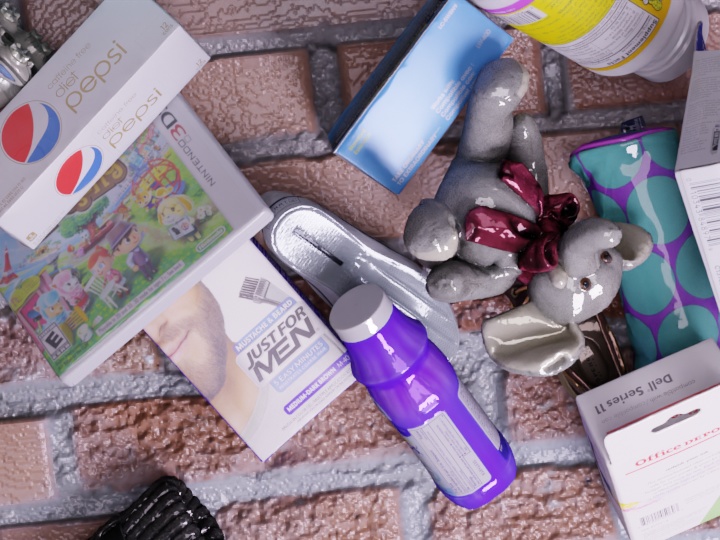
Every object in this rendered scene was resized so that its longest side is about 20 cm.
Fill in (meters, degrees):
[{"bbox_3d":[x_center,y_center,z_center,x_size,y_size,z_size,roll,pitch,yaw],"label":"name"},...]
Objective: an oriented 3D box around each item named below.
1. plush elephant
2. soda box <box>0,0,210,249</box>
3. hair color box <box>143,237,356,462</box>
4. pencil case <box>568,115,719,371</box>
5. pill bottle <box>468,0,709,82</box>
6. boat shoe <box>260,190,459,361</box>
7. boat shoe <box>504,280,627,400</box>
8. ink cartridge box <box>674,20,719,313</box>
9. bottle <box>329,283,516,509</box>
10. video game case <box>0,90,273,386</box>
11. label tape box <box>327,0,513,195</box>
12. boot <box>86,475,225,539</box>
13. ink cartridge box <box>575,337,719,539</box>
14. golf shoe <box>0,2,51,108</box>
[{"bbox_3d":[0.126,-0.020,1.572,0.155,0.200,0.165,22,62,10],"label":"plush elephant"},{"bbox_3d":[-0.210,-0.116,1.625,0.200,0.064,0.068,-48,64,-1],"label":"soda box"},{"bbox_3d":[-0.101,0.036,1.681,0.109,0.065,0.200,-42,96,2],"label":"hair color box"},{"bbox_3d":[0.225,-0.013,1.678,0.092,0.085,0.200,-11,101,38],"label":"pencil case"},{"bbox_3d":[0.167,-0.208,1.606,0.200,0.104,0.104,23,97,-39],"label":"pill bottle"},{"bbox_3d":[0.000,0.000,1.679,0.074,0.067,0.200,-43,120,3],"label":"boat shoe"},{"bbox_3d":[0.150,0.020,1.684,0.072,0.072,0.200,-27,97,1],"label":"boat shoe"},{"bbox_3d":[0.279,-0.054,1.588,0.041,0.200,0.200,-10,125,20],"label":"ink cartridge box"},{"bbox_3d":[0.045,0.094,1.652,0.065,0.084,0.200,-37,124,-1],"label":"bottle"},{"bbox_3d":[-0.191,-0.042,1.640,0.200,0.022,0.182,-40,64,3],"label":"video game case"},{"bbox_3d":[0.043,-0.130,1.595,0.063,0.200,0.144,36,95,-6],"label":"label tape box"},{"bbox_3d":[-0.152,0.282,1.704,0.158,0.079,0.211,-31,97,2],"label":"boot"},{"bbox_3d":[0.234,0.124,1.644,0.117,0.200,0.067,-24,56,0],"label":"ink cartridge box"},{"bbox_3d":[-0.329,-0.200,1.637,0.097,0.078,0.200,-38,87,25],"label":"golf shoe"}]
